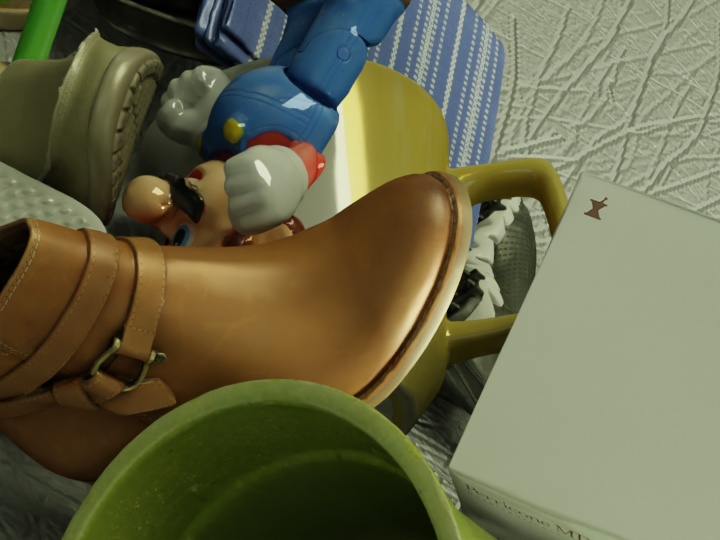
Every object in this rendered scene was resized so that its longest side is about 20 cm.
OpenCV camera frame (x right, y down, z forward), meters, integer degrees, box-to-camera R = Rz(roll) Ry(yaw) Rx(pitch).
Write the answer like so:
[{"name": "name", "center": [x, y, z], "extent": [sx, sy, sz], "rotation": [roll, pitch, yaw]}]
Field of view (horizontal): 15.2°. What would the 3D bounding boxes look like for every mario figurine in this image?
[{"name": "mario figurine", "center": [-0.055, -0.056, 1.141], "extent": [0.105, 0.124, 0.201], "rotation": [18, 69, 13]}]

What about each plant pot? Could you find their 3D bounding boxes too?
[{"name": "plant pot", "center": [0.006, 0.161, 1.053], "extent": [0.190, 0.200, 0.201], "rotation": [25, 33, -52]}]

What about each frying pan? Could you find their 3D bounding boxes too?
[{"name": "frying pan", "center": [-0.109, -0.141, 1.381], "extent": [0.114, 0.031, 0.189], "rotation": [1, 20, -47]}]

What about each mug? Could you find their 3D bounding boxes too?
[{"name": "mug", "center": [-0.009, -0.002, 1.235], "extent": [0.149, 0.186, 0.154], "rotation": [40, 33, -45]}]

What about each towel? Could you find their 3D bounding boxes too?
[{"name": "towel", "center": [-0.001, -0.113, 1.345], "extent": [0.200, 0.024, 0.146], "rotation": [40, 48, -35]}]

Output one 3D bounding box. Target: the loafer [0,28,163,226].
[{"name": "loafer", "center": [-0.134, -0.058, 1.177], "extent": [0.068, 0.200, 0.076], "rotation": [20, 76, -8]}]

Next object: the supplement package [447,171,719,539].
[{"name": "supplement package", "center": [0.159, 0.090, 1.172], "extent": [0.190, 0.148, 0.200], "rotation": [21, -18, 18]}]

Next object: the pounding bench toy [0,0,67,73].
[{"name": "pounding bench toy", "center": [-0.164, -0.186, 1.282], "extent": [0.124, 0.156, 0.201], "rotation": [-5, 56, -54]}]

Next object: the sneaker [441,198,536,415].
[{"name": "sneaker", "center": [0.069, 0.024, 1.408], "extent": [0.091, 0.066, 0.200], "rotation": [54, 19, -14]}]

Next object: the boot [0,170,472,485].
[{"name": "boot", "center": [-0.069, 0.006, 1.035], "extent": [0.155, 0.200, 0.077], "rotation": [31, 35, -37]}]

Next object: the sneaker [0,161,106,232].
[{"name": "sneaker", "center": [-0.182, -0.020, 1.138], "extent": [0.078, 0.080, 0.200], "rotation": [-35, 56, -28]}]
